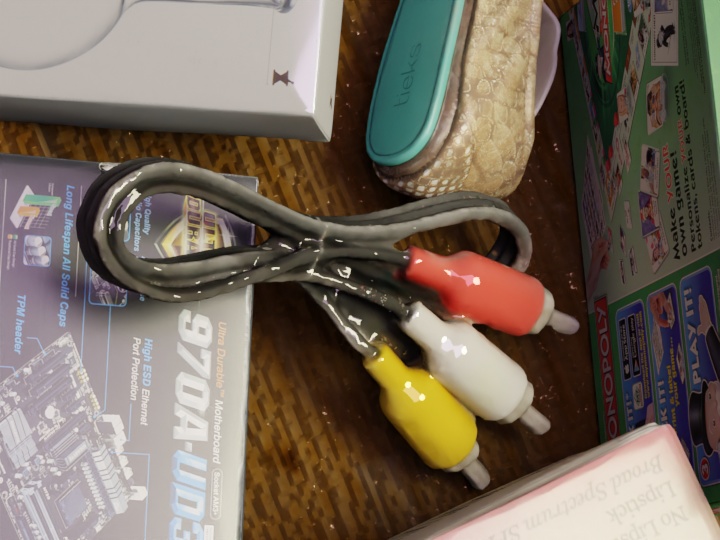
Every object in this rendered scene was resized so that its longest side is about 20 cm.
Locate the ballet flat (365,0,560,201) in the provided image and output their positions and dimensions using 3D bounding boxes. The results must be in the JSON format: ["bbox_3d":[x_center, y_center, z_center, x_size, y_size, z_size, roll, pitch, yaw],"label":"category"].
[{"bbox_3d":[0.051,-0.116,0.855,0.065,0.070,0.201,24,75,-37],"label":"ballet flat"}]

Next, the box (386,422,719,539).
[{"bbox_3d":[0.078,0.171,0.771,0.128,0.109,0.201,-24,85,-18],"label":"box"}]

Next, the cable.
[{"bbox_3d":[0.000,0.000,0.777,0.200,0.050,0.097,30,87,-40],"label":"cable"}]

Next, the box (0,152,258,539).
[{"bbox_3d":[-0.119,0.060,0.775,0.158,0.046,0.201,4,78,-14],"label":"box"}]

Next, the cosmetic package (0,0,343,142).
[{"bbox_3d":[-0.077,-0.151,0.794,0.150,0.052,0.201,4,83,5],"label":"cosmetic package"}]

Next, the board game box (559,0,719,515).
[{"bbox_3d":[0.114,-0.014,0.804,0.029,0.135,0.201,-2,80,-14],"label":"board game box"}]
